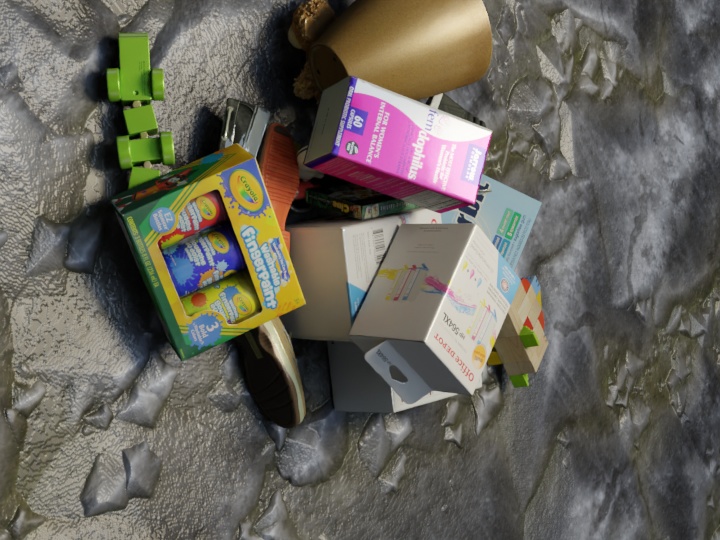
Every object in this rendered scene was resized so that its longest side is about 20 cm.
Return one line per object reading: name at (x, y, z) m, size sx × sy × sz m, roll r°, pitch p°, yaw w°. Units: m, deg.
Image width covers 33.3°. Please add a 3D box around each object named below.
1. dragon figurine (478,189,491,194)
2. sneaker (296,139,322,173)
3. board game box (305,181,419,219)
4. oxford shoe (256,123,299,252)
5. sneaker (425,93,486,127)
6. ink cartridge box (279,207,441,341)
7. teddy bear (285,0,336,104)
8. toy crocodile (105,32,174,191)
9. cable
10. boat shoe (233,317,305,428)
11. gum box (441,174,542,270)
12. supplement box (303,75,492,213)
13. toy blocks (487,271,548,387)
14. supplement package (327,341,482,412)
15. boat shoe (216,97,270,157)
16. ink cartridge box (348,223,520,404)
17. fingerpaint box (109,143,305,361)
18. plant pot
dragon figurine at (0.106, -0.186, 1.716) m, size 0.059 × 0.200 × 0.100 m, roll -31°, pitch 152°, yaw -41°
sneaker at (-0.019, -0.174, 1.593) m, size 0.200 × 0.078 × 0.080 m, roll -5°, pitch 78°, yaw -54°
board game box at (0.031, -0.103, 1.626) m, size 0.199 × 0.104 × 0.024 m, roll -14°, pitch 113°, yaw -46°
oxford shoe at (-0.129, -0.089, 1.527) m, size 0.071 × 0.073 × 0.201 m, roll 21°, pitch 72°, yaw -49°
sneaker at (0.117, -0.157, 1.620) m, size 0.099 × 0.071 × 0.201 m, roll 27°, pitch 49°, yaw -7°
ink cartridge box at (0.000, 0.000, 1.606) m, size 0.199 × 0.145 × 0.148 m, roll -14°, pitch 101°, yaw -46°
teddy bear at (-0.045, -0.278, 1.648) m, size 0.200 × 0.066 × 0.146 m, roll 43°, pitch 62°, yaw -45°
toy crocodile at (-0.258, -0.179, 1.407) m, size 0.067 × 0.062 × 0.201 m, roll -8°, pitch 88°, yaw -12°
cable at (-0.038, -0.124, 1.633) m, size 0.199 × 0.050 × 0.098 m, roll -2°, pitch 88°, yaw -37°
boat shoe at (-0.110, 0.102, 1.547) m, size 0.076 × 0.071 × 0.201 m, roll -41°, pitch 117°, yaw -53°
gum box at (0.144, -0.067, 1.760) m, size 0.199 × 0.045 × 0.171 m, roll 26°, pitch 63°, yaw -1°
supplement box at (0.047, -0.152, 1.486) m, size 0.199 × 0.103 × 0.102 m, roll 18°, pitch 80°, yaw -21°
toy blocks at (0.250, 0.065, 1.929) m, size 0.201 × 0.099 × 0.137 m, roll 62°, pitch 37°, yaw -25°
supplement package at (0.064, 0.124, 1.692) m, size 0.199 × 0.116 × 0.118 m, roll -8°, pitch 94°, yaw -47°
boat shoe at (-0.172, -0.115, 1.497) m, size 0.063 × 0.071 × 0.201 m, roll 19°, pitch 81°, yaw -11°
ink cartridge box at (0.090, 0.058, 1.505) m, size 0.129 × 0.125 × 0.201 m, roll 47°, pitch 58°, yaw -38°
fingerpaint box at (-0.175, -0.021, 1.405) m, size 0.166 × 0.073 × 0.201 m, roll -24°, pitch 117°, yaw -15°
plant pot at (0.039, -0.292, 1.573) m, size 0.199 × 0.186 × 0.187 m, roll -31°, pitch 111°, yaw -26°
